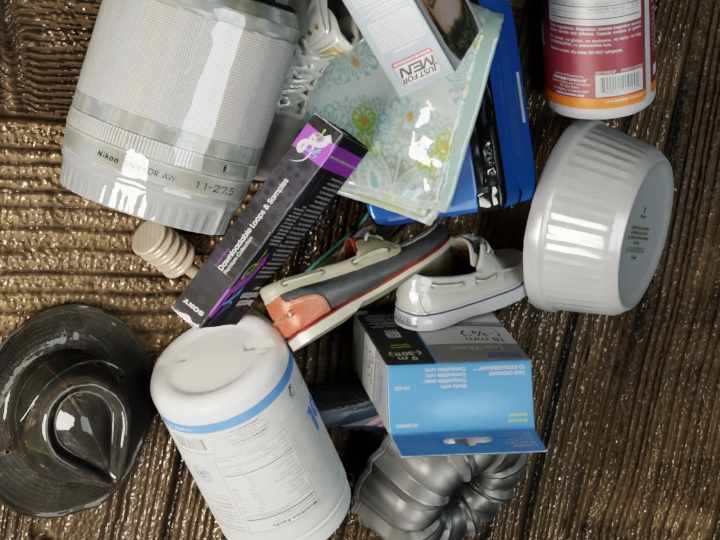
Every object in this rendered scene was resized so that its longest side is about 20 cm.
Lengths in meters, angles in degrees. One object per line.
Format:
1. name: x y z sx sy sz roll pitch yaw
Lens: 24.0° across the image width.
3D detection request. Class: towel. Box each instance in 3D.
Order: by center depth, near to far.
1. towel: 0.021 -0.157 1.517 0.170 0.048 0.201 16 98 -3

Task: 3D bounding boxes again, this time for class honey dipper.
1. honey dipper: -0.128 0.017 1.532 0.200 0.038 0.038 40 81 -42

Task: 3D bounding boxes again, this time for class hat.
1. hat: -0.239 0.135 1.460 0.200 0.081 0.202 -16 117 -34

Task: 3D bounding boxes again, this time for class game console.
1. game console: 0.078 -0.153 1.605 0.171 0.118 0.201 -18 101 -66

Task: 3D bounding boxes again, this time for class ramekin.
1. ramekin: 0.246 -0.048 1.717 0.202 0.094 0.203 -42 140 -50

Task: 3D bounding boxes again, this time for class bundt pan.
1. bundt pan: 0.092 0.210 1.712 0.201 0.076 0.203 -30 146 -23

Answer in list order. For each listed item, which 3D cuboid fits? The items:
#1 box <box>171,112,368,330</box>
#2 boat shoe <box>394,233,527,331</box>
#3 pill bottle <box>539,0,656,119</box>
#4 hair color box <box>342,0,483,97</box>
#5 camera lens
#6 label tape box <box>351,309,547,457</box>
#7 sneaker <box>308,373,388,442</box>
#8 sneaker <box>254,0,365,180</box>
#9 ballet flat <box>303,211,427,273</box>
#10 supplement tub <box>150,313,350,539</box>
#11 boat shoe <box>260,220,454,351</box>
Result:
1. box: -0.074 -0.038 1.438 0.200 0.036 0.143 -54 173 4
2. boat shoe: 0.107 -0.001 1.676 0.199 0.071 0.070 -18 120 -43
3. pill bottle: 0.231 -0.259 1.658 0.113 0.113 0.201 -21 119 -30
4. hair color box: 0.020 -0.257 1.402 0.201 0.060 0.099 58 32 -19
5. camera lens: -0.147 -0.147 1.371 0.159 0.160 0.201 12 100 -40
6. label tape box: 0.083 0.101 1.597 0.143 0.200 0.064 -1 111 -14
7. sneaker: 0.020 0.144 1.678 0.199 0.070 0.083 -9 112 -34
8. sneaker: -0.053 -0.174 1.440 0.073 0.115 0.201 1 95 -42
9. ballet flat: 0.013 -0.020 1.601 0.200 0.071 0.069 -48 175 -17
10. supplement tub: -0.098 0.152 1.546 0.132 0.132 0.201 -38 128 -21
11. boat shoe: 0.000 0.000 1.526 0.199 0.071 0.063 -31 84 -28
